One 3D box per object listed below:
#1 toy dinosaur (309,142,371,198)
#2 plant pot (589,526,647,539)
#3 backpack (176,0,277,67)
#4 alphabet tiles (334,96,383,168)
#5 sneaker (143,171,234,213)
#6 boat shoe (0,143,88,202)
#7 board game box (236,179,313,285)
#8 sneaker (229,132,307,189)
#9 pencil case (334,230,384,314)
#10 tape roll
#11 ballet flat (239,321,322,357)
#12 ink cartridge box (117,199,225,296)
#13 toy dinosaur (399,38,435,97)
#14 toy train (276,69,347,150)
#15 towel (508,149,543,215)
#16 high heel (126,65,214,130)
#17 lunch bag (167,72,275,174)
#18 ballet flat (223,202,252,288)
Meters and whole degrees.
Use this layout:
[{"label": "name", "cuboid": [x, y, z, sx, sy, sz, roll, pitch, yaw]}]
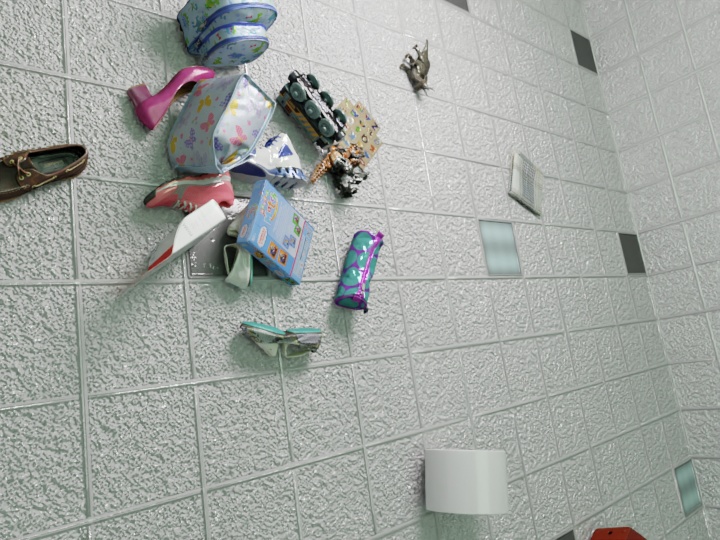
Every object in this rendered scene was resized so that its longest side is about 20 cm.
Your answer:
[{"label": "toy dinosaur", "cuboid": [-0.054, -0.261, 1.384, 0.199, 0.102, 0.136, -37, 86, -18]}, {"label": "plant pot", "cuboid": [0.813, 0.918, 1.671, 0.199, 0.200, 0.177, -31, 85, -41]}, {"label": "backpack", "cuboid": [-0.282, -0.548, 1.190, 0.182, 0.199, 0.148, -22, 91, -42]}, {"label": "alphabet tiles", "cuboid": [-0.018, -0.379, 1.487, 0.167, 0.006, 0.201, 47, 52, -19]}, {"label": "sneaker", "cuboid": [-0.341, -0.147, 1.104, 0.199, 0.073, 0.088, -24, 94, -41]}, {"label": "boat shoe", "cuboid": [-0.570, -0.176, 0.925, 0.199, 0.070, 0.071, -36, 101, -39]}, {"label": "board game box", "cuboid": [-0.181, -0.079, 1.190, 0.200, 0.036, 0.153, 47, 47, -51]}, {"label": "sneaker", "cuboid": [-0.215, -0.264, 1.248, 0.198, 0.080, 0.117, 8, 67, -44]}, {"label": "pencil case", "cuboid": [0.000, 0.000, 1.329, 0.085, 0.092, 0.202, 31, 58, -28]}, {"label": "tape roll", "cuboid": [0.258, 0.512, 1.316, 0.201, 0.202, 0.141, 15, 66, -35]}, {"label": "ballet flat", "cuboid": [-0.170, 0.153, 1.162, 0.199, 0.072, 0.073, 11, 70, -36]}, {"label": "ink cartridge box", "cuboid": [-0.360, -0.041, 0.996, 0.200, 0.160, 0.050, -42, 101, -39]}, {"label": "toy dinosaur", "cuboid": [0.185, -0.645, 1.705, 0.102, 0.076, 0.202, 38, 50, -39]}, {"label": "toy train", "cuboid": [-0.119, -0.393, 1.330, 0.200, 0.114, 0.085, 50, 53, -12]}, {"label": "towel", "cuboid": [0.615, -0.326, 1.977, 0.191, 0.034, 0.202, 27, 60, -31]}, {"label": "high heel", "cuboid": [-0.381, -0.363, 1.138, 0.199, 0.067, 0.097, -31, 87, -26]}, {"label": "lunch bag", "cuboid": [-0.292, -0.285, 1.105, 0.127, 0.168, 0.202, 41, 66, -46]}, {"label": "ballet flat", "cuboid": [-0.260, -0.062, 1.157, 0.069, 0.069, 0.203, 14, 69, -36]}]
